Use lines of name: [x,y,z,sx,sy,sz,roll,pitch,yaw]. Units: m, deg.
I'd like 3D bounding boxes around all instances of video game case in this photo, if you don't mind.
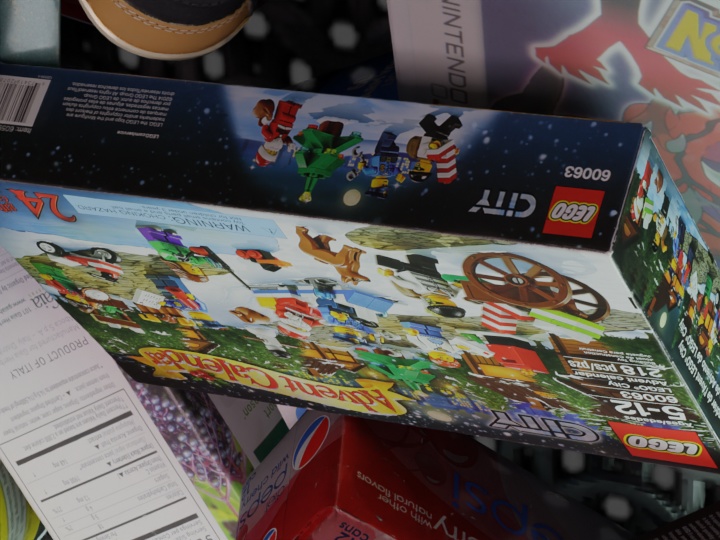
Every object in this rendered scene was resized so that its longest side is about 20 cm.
video game case: [0.103,-0.033,0.686,0.199,0.023,0.183,15,150,14]

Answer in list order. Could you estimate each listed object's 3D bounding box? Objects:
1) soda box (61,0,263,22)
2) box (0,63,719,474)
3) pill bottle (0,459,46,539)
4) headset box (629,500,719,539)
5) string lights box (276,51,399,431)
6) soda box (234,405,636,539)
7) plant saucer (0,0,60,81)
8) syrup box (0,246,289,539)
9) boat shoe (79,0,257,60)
soda box: [-0.121,-0.134,0.823,0.199,0.063,0.070,20,120,15]
box: [0.000,0.000,0.736,0.199,0.038,0.137,7,155,27]
pill bottle: [-0.190,0.097,0.899,0.114,0.200,0.115,10,119,19]
headset box: [0.180,0.122,0.777,0.199,0.075,0.149,-23,108,-4]
string lights box: [0.051,-0.023,0.813,0.199,0.059,0.103,-17,110,30]
soda box: [0.057,0.116,0.836,0.200,0.070,0.063,31,123,-18]
plant saucer: [-0.096,-0.154,0.720,0.019,0.070,0.201,-4,115,-18]
syrup box: [-0.060,0.059,0.894,0.081,0.079,0.200,-25,103,32]
boat shoe: [-0.046,-0.158,0.711,0.062,0.074,0.201,158,113,-69]
